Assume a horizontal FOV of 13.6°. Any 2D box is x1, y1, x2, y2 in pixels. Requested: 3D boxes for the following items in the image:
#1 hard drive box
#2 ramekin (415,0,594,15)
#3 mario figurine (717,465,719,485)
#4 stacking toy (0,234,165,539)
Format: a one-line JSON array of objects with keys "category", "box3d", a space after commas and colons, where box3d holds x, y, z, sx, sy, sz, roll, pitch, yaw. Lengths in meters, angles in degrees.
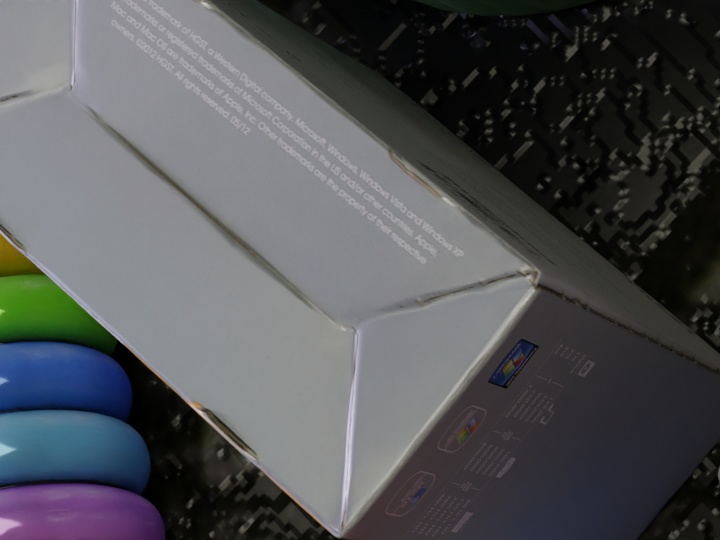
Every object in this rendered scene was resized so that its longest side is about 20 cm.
[{"category": "hard drive box", "box3d": [0.000, 0.000, 0.776, 0.156, 0.200, 0.077, 41, 97, 23]}, {"category": "ramekin", "box3d": [0.034, -0.168, 0.846, 0.199, 0.098, 0.202, -4, 79, 21]}, {"category": "mario figurine", "box3d": [0.074, 0.107, 0.728, 0.105, 0.200, 0.124, -1, 80, 20]}, {"category": "stacking toy", "box3d": [-0.106, 0.015, 0.885, 0.085, 0.085, 0.201, -15, 71, 18]}]
